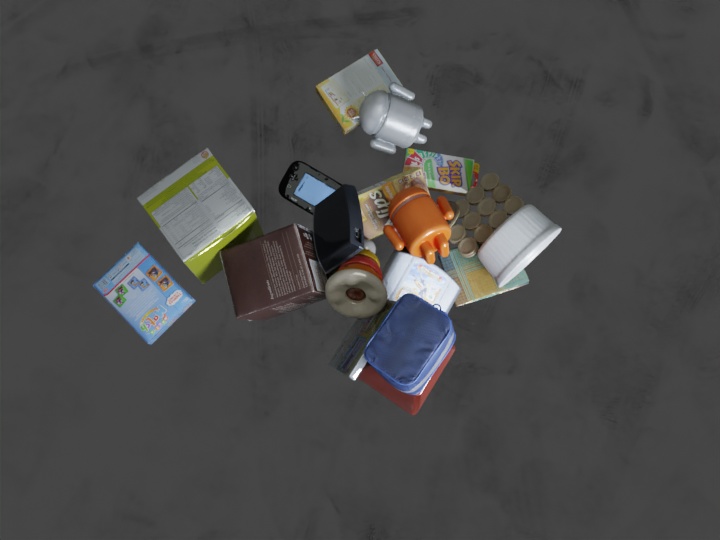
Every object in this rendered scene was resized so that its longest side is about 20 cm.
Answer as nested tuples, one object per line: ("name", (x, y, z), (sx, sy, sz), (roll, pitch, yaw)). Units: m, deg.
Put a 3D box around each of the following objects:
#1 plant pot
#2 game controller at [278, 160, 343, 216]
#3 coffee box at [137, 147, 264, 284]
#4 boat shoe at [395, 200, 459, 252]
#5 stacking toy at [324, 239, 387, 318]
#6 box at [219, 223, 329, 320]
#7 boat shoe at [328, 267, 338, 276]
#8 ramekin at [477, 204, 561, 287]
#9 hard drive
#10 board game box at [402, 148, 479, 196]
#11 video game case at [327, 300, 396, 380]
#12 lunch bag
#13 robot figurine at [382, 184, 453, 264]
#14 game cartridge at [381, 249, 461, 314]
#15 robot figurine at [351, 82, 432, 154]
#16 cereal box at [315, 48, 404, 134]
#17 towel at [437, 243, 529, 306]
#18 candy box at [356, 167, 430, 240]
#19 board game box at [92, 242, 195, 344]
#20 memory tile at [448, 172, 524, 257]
("plant pot", (0.106, 0.202, 1.539), (0.199, 0.176, 0.201), (33, 80, 3))
("game controller", (-0.108, -0.193, 1.671), (0.198, 0.042, 0.105), (30, 80, 4))
("coffee box", (-0.369, -0.122, 1.561), (0.199, 0.200, 0.198), (-38, 79, -10))
("boat shoe", (0.169, -0.091, 1.648), (0.200, 0.076, 0.072), (-41, 67, 1))
("stacking toy", (0.000, 0.000, 1.558), (0.144, 0.147, 0.201), (12, 41, 0))
("box", (-0.192, 0.009, 1.544), (0.198, 0.166, 0.166), (-19, 80, 11))
("boat shoe", (-0.053, 0.007, 1.625), (0.199, 0.063, 0.074), (31, 80, 3))
("ramekin", (0.372, -0.064, 1.571), (0.200, 0.201, 0.098), (-39, 77, -9))
("hard drive", (-0.057, -0.104, 1.550), (0.134, 0.042, 0.202), (-32, 45, 28))
("board game box", (0.208, -0.252, 1.705), (0.197, 0.030, 0.097), (10, 80, -3))
("video game case", (0.007, 0.155, 1.543), (0.022, 0.182, 0.201), (36, 79, -15))
("lunch bag", (0.112, 0.152, 1.395), (0.135, 0.132, 0.201), (35, 81, 20))
("robot figurine", (0.140, -0.114, 1.560), (0.144, 0.116, 0.201), (-46, 60, 32))
("game cartridge", (0.142, 0.040, 1.602), (0.199, 0.042, 0.134), (29, 97, -16))
("robot figurine", (0.080, -0.383, 1.662), (0.198, 0.113, 0.172), (16, 94, -20))
("cereal box", (0.001, -0.470, 1.728), (0.199, 0.040, 0.145), (-32, 83, -9))
("towel", (0.310, -0.005, 1.666), (0.198, 0.022, 0.148), (-18, 81, -4))
("candy box", (0.075, -0.166, 1.647), (0.198, 0.055, 0.117), (-24, 106, -7))
("board game box", (-0.527, 0.055, 1.609), (0.200, 0.037, 0.151), (44, 81, 6))
("memory tile", (0.297, -0.139, 1.640), (0.200, 0.017, 0.154), (-42, 52, 6))
